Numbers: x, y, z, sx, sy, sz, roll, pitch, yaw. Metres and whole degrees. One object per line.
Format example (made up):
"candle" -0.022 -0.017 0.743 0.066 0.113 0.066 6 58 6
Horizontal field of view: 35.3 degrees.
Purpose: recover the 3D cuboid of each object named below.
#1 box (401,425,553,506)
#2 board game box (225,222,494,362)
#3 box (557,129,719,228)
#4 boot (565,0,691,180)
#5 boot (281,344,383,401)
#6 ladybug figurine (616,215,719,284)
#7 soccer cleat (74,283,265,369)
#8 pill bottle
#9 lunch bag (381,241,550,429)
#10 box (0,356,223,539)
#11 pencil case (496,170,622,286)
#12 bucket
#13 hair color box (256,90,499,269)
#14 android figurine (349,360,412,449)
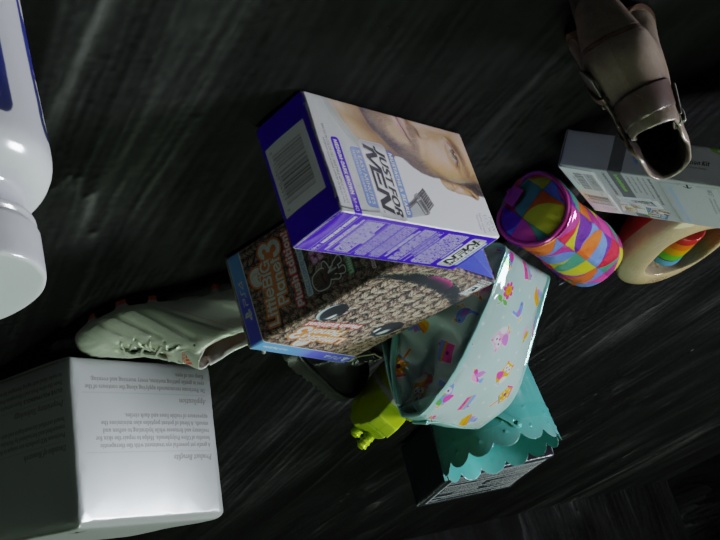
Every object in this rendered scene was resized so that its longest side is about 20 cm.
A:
"box" 0.201 0.319 2.003 0.198 0.124 0.199 -7 155 -21
"board game box" 0.000 0.000 1.099 0.199 0.098 0.159 -30 156 28
"box" 0.305 -0.081 1.081 0.198 0.042 0.156 12 173 28
"boot" 0.210 -0.137 0.861 0.070 0.148 0.199 -28 157 21
"boot" 0.010 0.085 1.339 0.156 0.080 0.211 -23 158 13
"ladybug figurine" 0.356 -0.049 1.296 0.134 0.073 0.200 -9 157 -22
"soccer cleat" -0.187 0.065 1.127 0.198 0.078 0.069 -12 159 1
"pill bottle" -0.225 -0.078 0.587 0.118 0.202 0.120 -15 158 -6
"lunch bag" 0.109 0.072 1.212 0.121 0.202 0.170 17 178 30
"box" -0.288 0.200 1.221 0.199 0.173 0.198 -20 162 36
"pencil case" 0.211 -0.040 1.191 0.088 0.089 0.200 -25 157 19
"bucket" 0.203 0.238 1.789 0.205 0.136 0.208 -16 158 -7
"hair color box" 0.018 -0.069 0.928 0.065 0.110 0.199 -34 154 34
"android figurine" 0.057 0.133 1.386 0.200 0.041 0.182 -51 -165 -1
